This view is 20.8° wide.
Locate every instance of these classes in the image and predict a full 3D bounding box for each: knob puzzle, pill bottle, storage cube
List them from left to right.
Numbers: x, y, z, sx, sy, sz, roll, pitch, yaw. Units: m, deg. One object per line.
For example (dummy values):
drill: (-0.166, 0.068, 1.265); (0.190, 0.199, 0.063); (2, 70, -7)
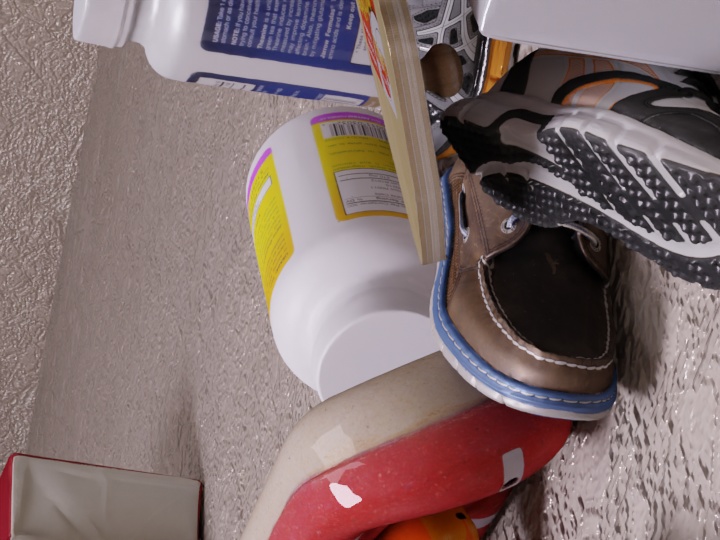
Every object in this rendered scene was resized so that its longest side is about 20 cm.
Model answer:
storage cube: (-0.245, 0.284, 1.699); (0.180, 0.200, 0.171); (121, 153, -47)
pill bottle: (-0.065, -0.163, 1.166); (0.111, 0.200, 0.111); (-173, 90, -76)
pill bottle: (0.000, 0.000, 1.022); (0.200, 0.104, 0.104); (-106, 26, -59)
knob puzzle: (0.016, -0.100, 0.725); (0.220, 0.030, 0.220); (168, 90, -89)

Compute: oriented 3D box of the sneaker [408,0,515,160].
sneaker: (0.042, -0.137, 0.981); (0.078, 0.077, 0.200); (-99, 20, -45)

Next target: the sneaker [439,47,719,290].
sneaker: (0.102, -0.052, 0.703); (0.080, 0.074, 0.200); (-42, 28, -10)

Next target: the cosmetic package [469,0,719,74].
cosmetic package: (0.102, -0.203, 0.673); (0.200, 0.123, 0.199); (-105, 26, -54)

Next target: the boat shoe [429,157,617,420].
boat shoe: (0.067, -0.012, 0.822); (0.200, 0.072, 0.072); (-107, 29, -59)

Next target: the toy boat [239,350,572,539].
toy boat: (0.032, 0.122, 0.858); (0.131, 0.130, 0.200); (56, 148, 22)
